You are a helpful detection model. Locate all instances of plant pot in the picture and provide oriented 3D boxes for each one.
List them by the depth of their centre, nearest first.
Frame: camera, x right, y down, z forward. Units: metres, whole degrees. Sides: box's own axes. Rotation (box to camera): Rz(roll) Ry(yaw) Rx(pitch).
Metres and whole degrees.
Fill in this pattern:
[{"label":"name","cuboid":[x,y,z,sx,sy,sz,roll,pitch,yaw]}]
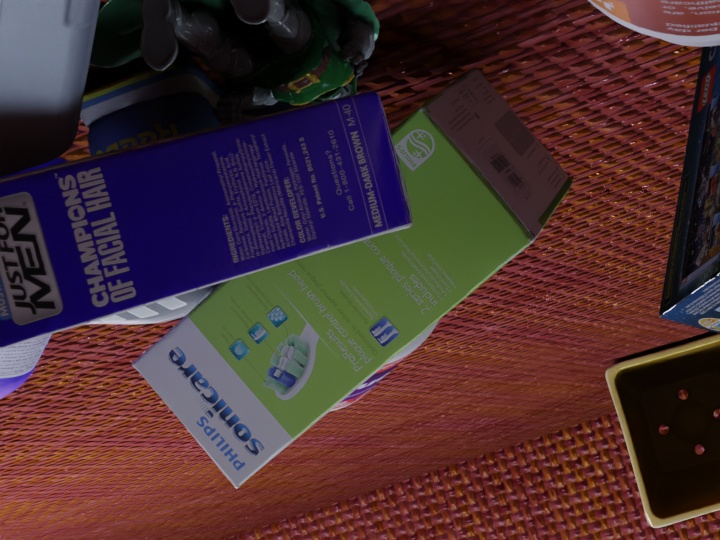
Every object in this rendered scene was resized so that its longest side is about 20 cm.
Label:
[{"label":"plant pot","cuboid":[0.409,0.186,2.408,0.193,0.197,0.200,-16,175,3]}]

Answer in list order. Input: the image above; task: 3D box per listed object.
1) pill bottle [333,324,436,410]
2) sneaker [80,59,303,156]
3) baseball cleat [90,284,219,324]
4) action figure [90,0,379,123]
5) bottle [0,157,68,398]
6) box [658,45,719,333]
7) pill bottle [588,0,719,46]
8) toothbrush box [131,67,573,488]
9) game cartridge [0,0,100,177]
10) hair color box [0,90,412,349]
[{"label":"pill bottle","cuboid":[-0.012,0.016,1.243,0.112,0.113,0.200,-12,168,-17]},{"label":"sneaker","cuboid":[-0.069,-0.043,0.971,0.074,0.083,0.200,-23,168,23]},{"label":"baseball cleat","cuboid":[-0.147,-0.003,1.085,0.199,0.070,0.106,-16,169,-3]},{"label":"action figure","cuboid":[-0.036,-0.096,0.852,0.118,0.055,0.200,-22,171,14]},{"label":"bottle","cuboid":[-0.198,0.026,1.004,0.083,0.066,0.200,6,136,-28]},{"label":"box","cuboid":[0.176,-0.086,0.816,0.037,0.201,0.137,14,163,-7]},{"label":"pill bottle","cuboid":[0.111,-0.142,0.673,0.112,0.113,0.200,-17,168,9]},{"label":"toothbrush box","cuboid":[0.000,0.000,1.010,0.200,0.086,0.146,-40,-179,18]},{"label":"game cartridge","cuboid":[-0.191,-0.070,0.702,0.199,0.041,0.133,-9,152,-21]},{"label":"hair color box","cuboid":[-0.092,-0.017,0.803,0.199,0.065,0.109,-19,-175,-36]}]
